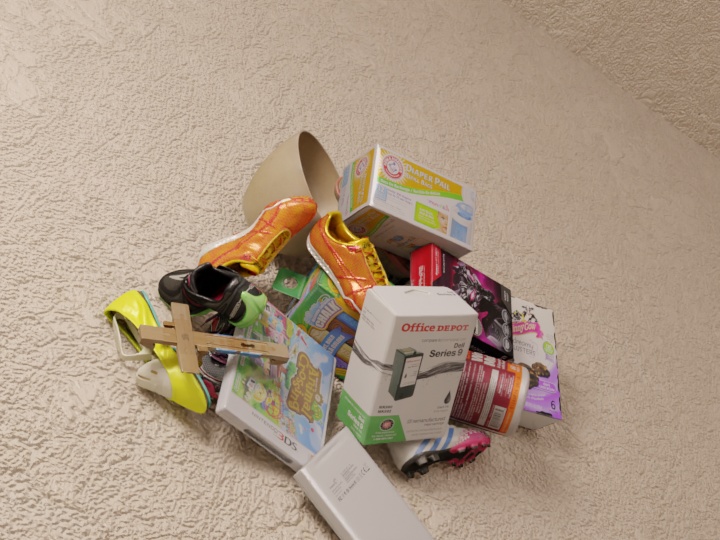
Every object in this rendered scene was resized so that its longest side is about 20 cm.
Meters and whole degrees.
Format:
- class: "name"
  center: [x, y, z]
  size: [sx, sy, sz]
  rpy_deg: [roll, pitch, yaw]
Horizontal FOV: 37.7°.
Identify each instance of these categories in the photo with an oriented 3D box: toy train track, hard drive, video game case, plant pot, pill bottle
- class: "toy train track"
  center: [-0.186, 0.100, 1.328]
  size: [0.197, 0.033, 0.116]
  rpy_deg: [10, 40, -27]
- class: "hard drive"
  center: [0.009, 0.316, 1.385]
  size: [0.201, 0.026, 0.132]
  rpy_deg: [52, 32, 3]
- class: "video game case"
  center: [-0.107, 0.152, 1.414]
  size: [0.182, 0.022, 0.202]
  rpy_deg: [42, 37, -31]
- class: "plant pot"
  center: [-0.108, -0.102, 1.670]
  size: [0.201, 0.133, 0.201]
  rpy_deg: [58, 18, -31]
- class: "pill bottle"
  center: [0.150, 0.175, 1.610]
  size: [0.197, 0.111, 0.110]
  rpy_deg: [17, 34, 1]

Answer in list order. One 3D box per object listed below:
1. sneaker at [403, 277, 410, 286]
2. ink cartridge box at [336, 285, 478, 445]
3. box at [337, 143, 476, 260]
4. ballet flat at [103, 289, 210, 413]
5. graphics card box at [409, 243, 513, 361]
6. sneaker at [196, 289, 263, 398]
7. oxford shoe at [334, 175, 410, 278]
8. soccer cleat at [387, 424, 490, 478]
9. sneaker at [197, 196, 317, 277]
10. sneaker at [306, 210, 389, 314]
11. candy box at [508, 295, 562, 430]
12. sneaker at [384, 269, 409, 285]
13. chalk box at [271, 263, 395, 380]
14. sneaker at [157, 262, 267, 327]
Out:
- class: "sneaker"
  center: [0.132, 0.065, 1.790]
  size: [0.200, 0.075, 0.089]
  rpy_deg: [20, 44, -65]
- class: "ink cartridge box"
  center: [0.064, 0.130, 1.463]
  size: [0.144, 0.203, 0.084]
  rpy_deg: [0, 25, -31]
- class: "box"
  center: [0.072, -0.095, 1.633]
  size: [0.198, 0.101, 0.114]
  rpy_deg: [21, 61, -27]
- class: "ballet flat"
  center: [-0.267, 0.111, 1.346]
  size: [0.066, 0.067, 0.201]
  rpy_deg: [-21, 62, -32]
- class: "graphics card box"
  center: [0.159, 0.055, 1.640]
  size: [0.199, 0.051, 0.127]
  rpy_deg: [30, 50, -36]
- class: "sneaker"
  center: [-0.184, 0.094, 1.432]
  size: [0.080, 0.075, 0.201]
  rpy_deg: [33, 33, -11]
- class: "oxford shoe"
  center: [0.017, -0.062, 1.695]
  size: [0.201, 0.074, 0.071]
  rpy_deg: [52, 54, -9]
- class: "soccer cleat"
  center: [0.117, 0.248, 1.568]
  size: [0.198, 0.070, 0.087]
  rpy_deg: [0, 50, -46]
- class: "sneaker"
  center: [-0.142, -0.034, 1.530]
  size: [0.078, 0.199, 0.073]
  rpy_deg: [57, 5, 34]
- class: "sneaker"
  center: [0.000, 0.000, 1.508]
  size: [0.200, 0.077, 0.073]
  rpy_deg: [49, 31, 12]
- class: "candy box"
  center: [0.251, 0.148, 1.772]
  size: [0.166, 0.071, 0.203]
  rpy_deg: [18, 59, -31]
- class: "sneaker"
  center: [0.019, 0.027, 1.745]
  size: [0.197, 0.075, 0.117]
  rpy_deg: [12, 46, -23]
- class: "chalk box"
  center: [-0.039, 0.057, 1.584]
  size: [0.199, 0.124, 0.125]
  rpy_deg: [34, 32, -10]
- class: "sneaker"
  center: [-0.206, 0.019, 1.412]
  size: [0.077, 0.198, 0.084]
  rpy_deg: [-56, 131, -27]
